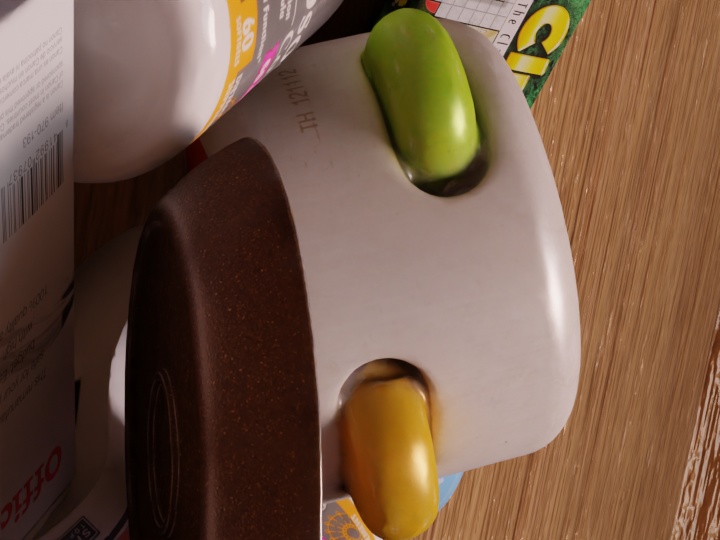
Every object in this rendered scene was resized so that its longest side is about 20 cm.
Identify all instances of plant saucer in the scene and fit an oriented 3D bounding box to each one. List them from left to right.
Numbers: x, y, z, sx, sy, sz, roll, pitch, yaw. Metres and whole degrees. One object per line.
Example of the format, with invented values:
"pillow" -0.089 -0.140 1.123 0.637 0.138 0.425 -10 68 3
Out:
"plant saucer" -0.049 0.058 0.753 0.200 0.034 0.202 179 -90 -77

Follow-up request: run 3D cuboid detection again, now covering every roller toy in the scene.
"roller toy" 0.000 0.000 0.959 0.182 0.139 0.201 -160 -122 -79

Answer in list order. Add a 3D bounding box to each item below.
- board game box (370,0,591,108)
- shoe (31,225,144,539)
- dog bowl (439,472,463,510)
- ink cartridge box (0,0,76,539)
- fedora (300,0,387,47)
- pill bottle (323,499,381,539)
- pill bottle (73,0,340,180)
"board game box" 0.044 -0.094 1.062 0.104 0.023 0.201 4 122 -46
"shoe" -0.084 0.070 0.916 0.091 0.071 0.201 49 22 -26
"dog bowl" 0.010 0.044 1.280 0.049 0.111 0.201 11 93 -60
"ink cartridge box" -0.155 0.013 0.734 0.145 0.083 0.201 -52 152 -54
"fedora" -0.004 -0.147 1.056 0.200 0.082 0.201 -25 139 -24
"pill bottle" -0.071 0.175 1.085 0.200 0.116 0.117 -50 149 -58
"pill bottle" -0.066 -0.120 0.845 0.200 0.116 0.117 -50 149 -56
